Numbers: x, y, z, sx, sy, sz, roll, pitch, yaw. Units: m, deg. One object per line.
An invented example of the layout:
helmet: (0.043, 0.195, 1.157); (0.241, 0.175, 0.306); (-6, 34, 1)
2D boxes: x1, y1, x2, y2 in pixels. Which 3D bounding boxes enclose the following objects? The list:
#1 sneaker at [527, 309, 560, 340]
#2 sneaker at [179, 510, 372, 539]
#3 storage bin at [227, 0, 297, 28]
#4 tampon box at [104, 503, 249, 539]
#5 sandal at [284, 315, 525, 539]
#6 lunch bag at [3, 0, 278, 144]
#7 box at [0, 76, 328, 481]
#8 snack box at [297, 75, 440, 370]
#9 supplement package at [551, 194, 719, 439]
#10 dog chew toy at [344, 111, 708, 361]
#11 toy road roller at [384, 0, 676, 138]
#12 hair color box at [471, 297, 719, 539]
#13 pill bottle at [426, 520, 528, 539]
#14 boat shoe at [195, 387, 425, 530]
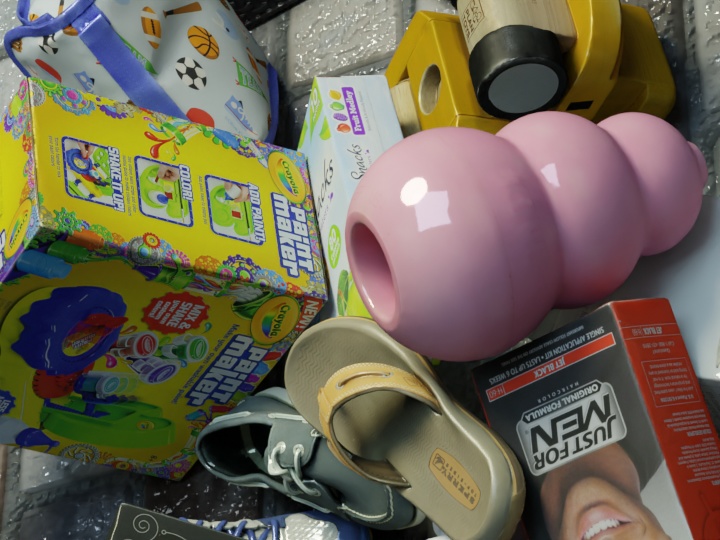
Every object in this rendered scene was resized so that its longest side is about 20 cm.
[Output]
sneaker: (0.082, -0.031, 1.589); (0.075, 0.200, 0.115); (-37, 40, 22)
sneaker: (-0.092, 0.183, 1.627); (0.200, 0.088, 0.075); (-20, 49, 19)
storage bin: (-0.130, -0.234, 1.936); (0.200, 0.094, 0.135); (-28, 49, 16)
tampon box: (-0.097, 0.258, 1.510); (0.149, 0.126, 0.200); (18, 62, -5)
sandal: (0.014, 0.086, 1.473); (0.200, 0.054, 0.081); (41, 122, 45)
lunch bag: (-0.141, -0.135, 1.777); (0.124, 0.170, 0.200); (-38, 20, 8)
box: (-0.155, 0.009, 1.665); (0.200, 0.192, 0.122); (-51, 36, 39)
snack box: (0.000, 0.000, 1.658); (0.053, 0.142, 0.200); (0, 48, -16)
supplement package: (0.223, 0.037, 1.498); (0.200, 0.117, 0.117); (6, 63, 36)
dog chew toy: (0.095, -0.028, 1.451); (0.200, 0.125, 0.125); (-18, 43, -19)
toy road roller: (0.104, -0.107, 1.697); (0.200, 0.146, 0.123); (122, 147, -41)
hair color box: (0.142, 0.125, 1.427); (0.101, 0.061, 0.200); (-28, 75, 35)
pill bottle: (0.068, 0.210, 1.480); (0.119, 0.120, 0.200); (-3, 58, 32)
boat shoe: (-0.030, 0.117, 1.594); (0.062, 0.073, 0.200); (-19, 19, -27)
